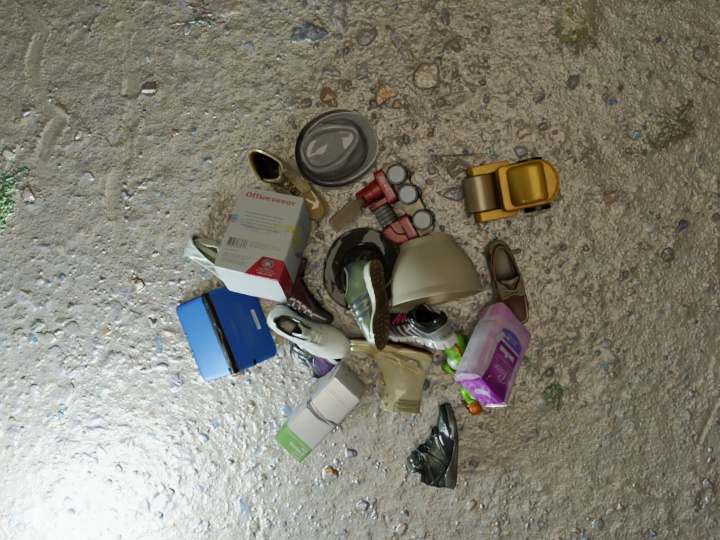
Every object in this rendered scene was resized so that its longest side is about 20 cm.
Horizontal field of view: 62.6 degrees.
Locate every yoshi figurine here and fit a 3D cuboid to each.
[{"bbox_3d":[0.244,0.220,1.349,0.112,0.112,0.200,-35,105,-32],"label":"yoshi figurine"}]

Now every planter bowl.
[{"bbox_3d":[0.154,-0.002,1.289,0.200,0.200,0.135,-11,81,6],"label":"planter bowl"}]

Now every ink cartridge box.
[{"bbox_3d":[-0.087,0.317,1.345,0.084,0.146,0.200,44,96,1],"label":"ink cartridge box"},{"bbox_3d":[-0.206,-0.056,1.293,0.145,0.145,0.200,13,69,8],"label":"ink cartridge box"}]

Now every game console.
[{"bbox_3d":[-0.322,0.144,1.420,0.170,0.118,0.200,-22,92,-25],"label":"game console"}]

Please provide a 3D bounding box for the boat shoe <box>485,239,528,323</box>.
[{"bbox_3d":[0.329,0.031,1.327,0.076,0.072,0.200,-21,94,6],"label":"boat shoe"}]

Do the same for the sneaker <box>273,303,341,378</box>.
[{"bbox_3d":[-0.145,0.169,1.380,0.200,0.076,0.088,45,102,1],"label":"sneaker"}]

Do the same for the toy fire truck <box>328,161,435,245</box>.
[{"bbox_3d":[0.046,-0.125,1.325,0.200,0.129,0.176,-29,91,13],"label":"toy fire truck"}]

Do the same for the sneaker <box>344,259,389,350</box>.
[{"bbox_3d":[0.008,0.072,1.297,0.090,0.067,0.201,4,105,38],"label":"sneaker"}]

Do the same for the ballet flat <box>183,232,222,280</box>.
[{"bbox_3d":[-0.324,-0.023,1.376,0.200,0.069,0.070,30,95,9],"label":"ballet flat"}]

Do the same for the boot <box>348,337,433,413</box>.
[{"bbox_3d":[0.054,0.240,1.359,0.199,0.073,0.156,12,93,0],"label":"boot"}]

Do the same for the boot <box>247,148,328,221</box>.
[{"bbox_3d":[-0.160,-0.189,1.317,0.073,0.155,0.200,-42,89,5],"label":"boot"}]

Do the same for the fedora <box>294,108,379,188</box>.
[{"bbox_3d":[-0.059,-0.279,1.335,0.200,0.090,0.177,-19,92,6],"label":"fedora"}]

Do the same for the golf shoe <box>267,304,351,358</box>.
[{"bbox_3d":[-0.112,0.144,1.291,0.200,0.097,0.078,24,90,-5],"label":"golf shoe"}]

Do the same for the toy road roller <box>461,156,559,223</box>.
[{"bbox_3d":[0.327,-0.180,1.280,0.199,0.146,0.123,-11,92,5],"label":"toy road roller"}]

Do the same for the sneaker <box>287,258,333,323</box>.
[{"bbox_3d":[-0.132,0.034,1.372,0.200,0.076,0.116,30,83,-4],"label":"sneaker"}]

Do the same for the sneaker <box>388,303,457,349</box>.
[{"bbox_3d":[0.116,0.110,1.304,0.200,0.074,0.088,10,127,36],"label":"sneaker"}]

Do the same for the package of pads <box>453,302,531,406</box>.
[{"bbox_3d":[0.289,0.180,1.279,0.120,0.076,0.200,44,57,-20],"label":"package of pads"}]

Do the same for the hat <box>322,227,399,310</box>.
[{"bbox_3d":[0.000,0.000,1.352,0.200,0.081,0.201,0,93,6],"label":"hat"}]

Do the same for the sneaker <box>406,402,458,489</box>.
[{"bbox_3d":[0.166,0.403,1.363,0.114,0.076,0.200,2,99,-1],"label":"sneaker"}]
